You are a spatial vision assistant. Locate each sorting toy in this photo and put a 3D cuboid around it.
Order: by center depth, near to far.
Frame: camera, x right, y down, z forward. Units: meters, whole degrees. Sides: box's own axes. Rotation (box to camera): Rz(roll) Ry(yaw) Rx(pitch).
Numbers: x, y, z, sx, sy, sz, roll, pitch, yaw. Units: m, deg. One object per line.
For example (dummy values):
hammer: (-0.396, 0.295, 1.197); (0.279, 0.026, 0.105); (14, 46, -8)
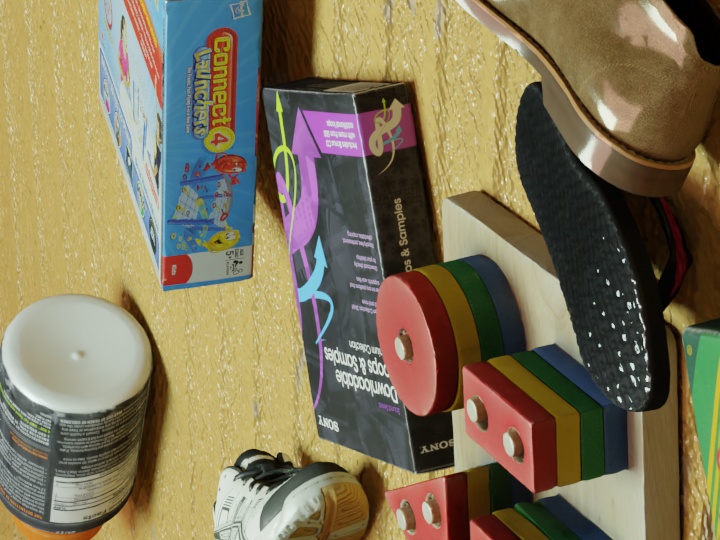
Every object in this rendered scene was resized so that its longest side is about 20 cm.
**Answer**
sorting toy: (0.070, 0.091, 1.309); (0.199, 0.069, 0.200); (-140, 41, -58)

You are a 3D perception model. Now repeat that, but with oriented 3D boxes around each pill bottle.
pill bottle: (-0.208, 0.115, 1.992); (0.200, 0.106, 0.106); (104, 147, -50)

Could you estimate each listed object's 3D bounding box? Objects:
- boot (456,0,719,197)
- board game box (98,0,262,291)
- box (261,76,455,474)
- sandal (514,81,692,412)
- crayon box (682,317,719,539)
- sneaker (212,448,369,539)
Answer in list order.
boot: (0.090, -0.121, 1.161); (0.200, 0.073, 0.076); (54, 131, 38)
board game box: (-0.106, -0.127, 1.613); (0.200, 0.056, 0.196); (-112, 21, -49)
box: (0.000, 0.000, 1.485); (0.143, 0.036, 0.201); (-169, 67, -68)
sandal: (0.109, -0.017, 1.196); (0.200, 0.045, 0.075); (-106, 21, -53)
crayon box: (0.185, 0.117, 1.051); (0.127, 0.051, 0.201); (-175, 73, -68)
sneaker: (-0.054, 0.141, 1.652); (0.200, 0.075, 0.088); (124, 130, -62)
